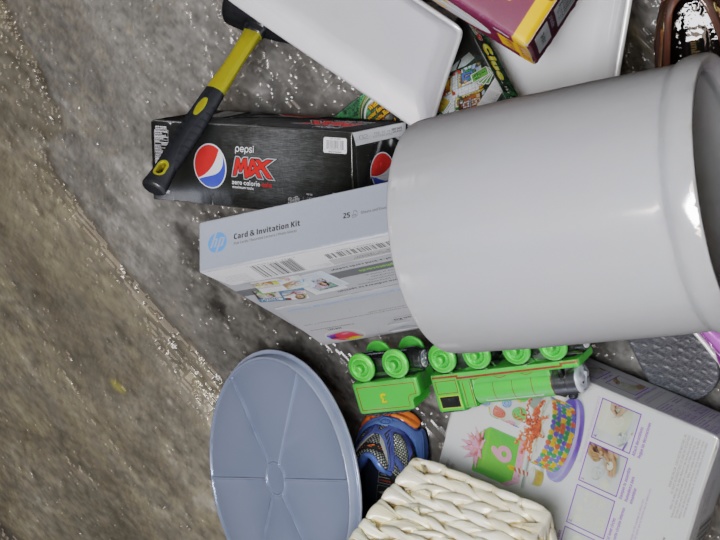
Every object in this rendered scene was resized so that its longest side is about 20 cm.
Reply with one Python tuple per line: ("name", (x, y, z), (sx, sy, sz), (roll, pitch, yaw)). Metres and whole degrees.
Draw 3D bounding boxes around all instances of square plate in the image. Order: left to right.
("square plate", (0.101, -0.133, 1.087), (0.197, 0.028, 0.202), (15, 107, 35))

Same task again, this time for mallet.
("mallet", (-0.111, -0.139, 1.118), (0.066, 0.200, 0.041), (26, 153, 21))

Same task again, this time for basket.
("basket", (0.073, 0.250, 1.107), (0.135, 0.124, 0.201), (18, 143, 30))

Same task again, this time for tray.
("tray", (-0.015, -0.187, 1.067), (0.199, 0.022, 0.108), (36, 145, 14))

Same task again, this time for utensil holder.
("utensil holder", (0.139, -0.034, 0.964), (0.199, 0.170, 0.171), (-9, 99, 28))

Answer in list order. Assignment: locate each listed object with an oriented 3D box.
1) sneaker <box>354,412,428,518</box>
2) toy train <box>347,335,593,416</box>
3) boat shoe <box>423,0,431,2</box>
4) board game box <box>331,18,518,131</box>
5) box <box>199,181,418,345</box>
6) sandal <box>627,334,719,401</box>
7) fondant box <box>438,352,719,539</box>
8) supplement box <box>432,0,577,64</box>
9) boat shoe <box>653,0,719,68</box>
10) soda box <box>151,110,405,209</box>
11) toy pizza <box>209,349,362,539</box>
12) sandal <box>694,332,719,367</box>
("sneaker", (0.012, 0.212, 1.195), (0.075, 0.078, 0.202), (0, 102, 21))
("toy train", (0.078, 0.073, 1.101), (0.199, 0.042, 0.057), (-8, 103, 33))
("boat shoe", (0.017, -0.289, 1.069), (0.071, 0.066, 0.202), (-17, 85, 32))
("board game box", (0.033, -0.089, 1.115), (0.200, 0.023, 0.105), (-33, 81, 37))
("box", (0.000, 0.000, 1.090), (0.155, 0.200, 0.041), (-11, 68, 22))
("sandal", (0.203, -0.001, 1.101), (0.076, 0.043, 0.201), (-15, 103, 31))
("fondant box", (0.160, 0.142, 1.117), (0.199, 0.058, 0.145), (22, 109, 25))
("supplement box", (0.049, -0.225, 0.978), (0.199, 0.110, 0.086), (34, 96, 7))
("boat shoe", (0.235, -0.098, 1.047), (0.070, 0.070, 0.202), (-9, 101, 18))
("soda box", (-0.062, -0.081, 1.131), (0.199, 0.071, 0.064), (8, 106, 37))
("toy pizza", (-0.055, 0.161, 1.195), (0.200, 0.032, 0.202), (9, 102, 51))
("sandal", (0.279, 0.059, 1.020), (0.202, 0.050, 0.083), (39, 108, 17))
